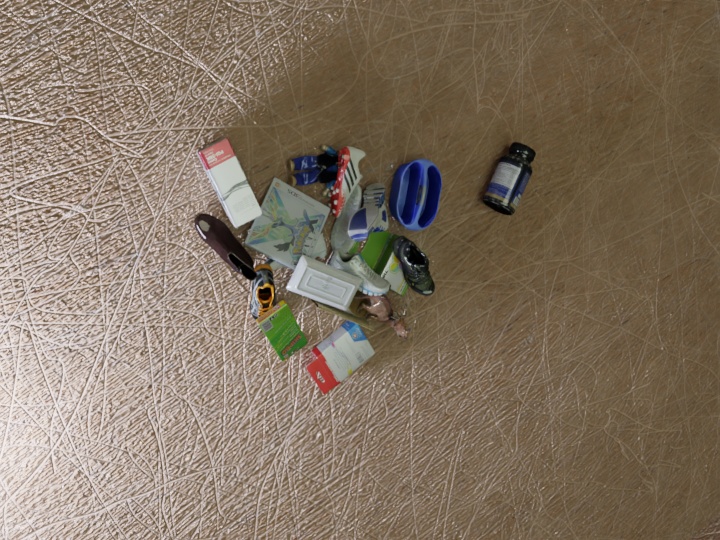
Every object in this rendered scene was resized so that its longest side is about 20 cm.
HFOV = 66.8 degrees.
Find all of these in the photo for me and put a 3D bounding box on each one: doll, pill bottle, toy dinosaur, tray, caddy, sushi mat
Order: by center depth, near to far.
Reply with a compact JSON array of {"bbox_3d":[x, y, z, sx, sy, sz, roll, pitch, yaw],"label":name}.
[{"bbox_3d":[-0.095,0.041,1.487,0.195,0.022,0.110,22,107,-26],"label":"tray"},{"bbox_3d":[-0.106,-0.277,1.520,0.193,0.048,0.142,-13,108,-24],"label":"doll"},{"bbox_3d":[0.069,0.108,1.593,0.200,0.132,0.088,46,62,-40],"label":"toy dinosaur"},{"bbox_3d":[-0.051,0.127,1.595,0.195,0.095,0.012,25,92,-24],"label":"sushi mat"},{"bbox_3d":[0.165,-0.223,1.607,0.136,0.105,0.208,7,98,-21],"label":"caddy"},{"bbox_3d":[0.471,-0.289,1.715,0.109,0.111,0.206,25,91,-23],"label":"pill bottle"}]

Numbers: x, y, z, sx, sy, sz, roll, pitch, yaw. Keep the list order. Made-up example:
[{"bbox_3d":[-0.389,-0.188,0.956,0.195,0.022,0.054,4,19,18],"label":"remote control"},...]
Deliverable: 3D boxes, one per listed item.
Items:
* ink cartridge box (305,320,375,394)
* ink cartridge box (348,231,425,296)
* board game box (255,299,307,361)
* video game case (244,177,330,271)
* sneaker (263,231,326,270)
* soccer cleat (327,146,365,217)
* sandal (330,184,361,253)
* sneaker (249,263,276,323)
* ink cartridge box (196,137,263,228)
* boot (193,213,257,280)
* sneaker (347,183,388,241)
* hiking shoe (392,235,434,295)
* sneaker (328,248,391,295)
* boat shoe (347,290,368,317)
[{"bbox_3d":[-0.067,0.256,1.630,0.198,0.067,0.118,-37,111,-11],"label":"ink cartridge box"},{"bbox_3d":[0.073,-0.040,1.623,0.196,0.075,0.152,29,89,-25],"label":"ink cartridge box"},{"bbox_3d":[-0.217,0.174,1.535,0.094,0.030,0.203,-35,138,-13],"label":"board game box"},{"bbox_3d":[-0.195,-0.121,1.481,0.178,0.022,0.206,26,74,-13],"label":"video game case"},{"bbox_3d":[-0.179,-0.033,1.528,0.195,0.070,0.083,-27,112,-15],"label":"sneaker"},{"bbox_3d":[-0.037,-0.241,1.511,0.082,0.069,0.207,-3,120,-26],"label":"soccer cleat"},{"bbox_3d":[-0.029,-0.146,1.573,0.049,0.080,0.210,-6,114,-63],"label":"sandal"},{"bbox_3d":[-0.264,0.086,1.491,0.075,0.078,0.206,-10,127,-16],"label":"sneaker"},{"bbox_3d":[-0.333,-0.223,1.386,0.081,0.146,0.205,-27,108,-12],"label":"ink cartridge box"},{"bbox_3d":[-0.344,-0.064,1.402,0.073,0.166,0.200,-46,113,-6],"label":"boot"},{"bbox_3d":[0.038,-0.139,1.537,0.203,0.078,0.118,-66,147,-41],"label":"sneaker"},{"bbox_3d":[0.163,-0.002,1.572,0.075,0.100,0.203,-38,112,-10],"label":"hiking shoe"},{"bbox_3d":[0.000,0.000,1.547,0.194,0.076,0.089,23,122,4],"label":"sneaker"},{"bbox_3d":[-0.051,0.078,1.605,0.199,0.068,0.073,37,65,-42],"label":"boat shoe"}]
